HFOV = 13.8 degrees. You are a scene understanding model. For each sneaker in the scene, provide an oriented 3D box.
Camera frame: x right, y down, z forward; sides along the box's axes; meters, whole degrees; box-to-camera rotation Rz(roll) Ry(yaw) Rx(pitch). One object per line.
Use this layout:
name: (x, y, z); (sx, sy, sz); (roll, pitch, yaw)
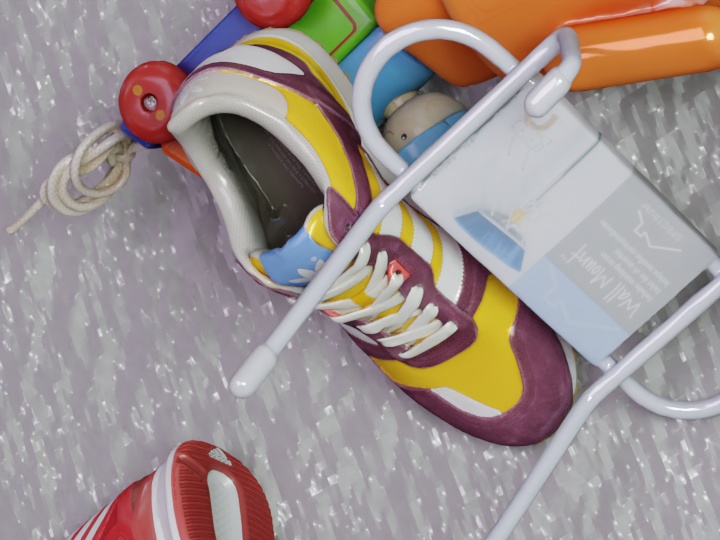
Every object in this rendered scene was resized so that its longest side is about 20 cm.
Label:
sneaker: (-0.086, 0.178, 1.216); (0.115, 0.078, 0.200); (-34, 40, 34)
sneaker: (0.000, 0.000, 1.151); (0.200, 0.090, 0.075); (47, 119, -2)

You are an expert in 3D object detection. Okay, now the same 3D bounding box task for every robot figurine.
robot figurine: (0.100, -0.139, 1.139); (0.200, 0.144, 0.117); (-25, 106, 26)

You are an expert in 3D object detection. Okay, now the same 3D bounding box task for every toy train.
toy train: (-0.047, -0.038, 1.240); (0.200, 0.085, 0.116); (-43, 77, 21)

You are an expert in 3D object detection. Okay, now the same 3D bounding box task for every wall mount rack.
wall mount rack: (0.056, 0.012, 1.097); (0.200, 0.075, 0.174); (42, 107, -14)
